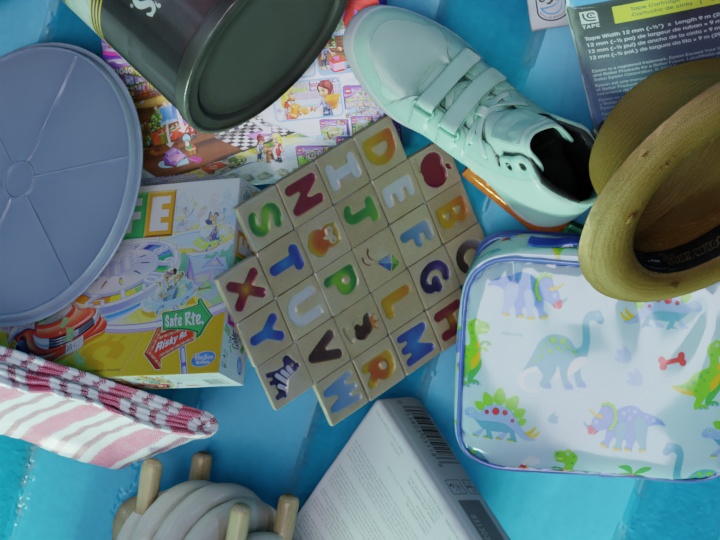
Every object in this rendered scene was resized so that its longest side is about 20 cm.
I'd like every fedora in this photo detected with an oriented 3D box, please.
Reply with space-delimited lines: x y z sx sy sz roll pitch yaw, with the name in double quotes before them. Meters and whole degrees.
"fedora" 0.206 -0.071 1.207 0.201 0.200 0.082 -45 53 14

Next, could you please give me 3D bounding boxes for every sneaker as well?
"sneaker" 0.082 -0.110 1.271 0.200 0.118 0.074 39 79 -8

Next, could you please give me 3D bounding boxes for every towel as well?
"towel" -0.215 0.099 1.343 0.199 0.146 0.030 20 66 -28

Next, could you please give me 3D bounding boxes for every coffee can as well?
"coffee can" -0.124 -0.207 1.253 0.200 0.146 0.147 42 106 19

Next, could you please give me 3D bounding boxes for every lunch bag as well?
"lunch bag" 0.164 0.054 1.321 0.198 0.083 0.162 3 106 7

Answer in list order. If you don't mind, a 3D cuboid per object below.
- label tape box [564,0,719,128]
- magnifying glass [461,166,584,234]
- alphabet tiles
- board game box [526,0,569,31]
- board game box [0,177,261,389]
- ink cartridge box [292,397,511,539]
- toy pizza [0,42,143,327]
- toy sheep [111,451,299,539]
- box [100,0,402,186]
"label tape box" 0.206 -0.160 1.238 0.142 0.067 0.201 -10 140 10
"magnifying glass" 0.154 -0.014 1.357 0.200 0.022 0.080 39 105 -2
"alphabet tiles" 0.000 0.000 1.317 0.199 0.006 0.168 -33 111 -25
"board game box" 0.171 -0.269 1.281 0.149 0.047 0.202 -8 102 9
"board game box" -0.164 0.013 1.335 0.198 0.034 0.136 -4 71 28
"ink cartridge box" 0.016 0.216 1.377 0.201 0.050 0.163 -58 48 30
"toy pizza" -0.226 -0.058 1.353 0.198 0.032 0.202 -8 73 28
"toy sheep" -0.104 0.210 1.382 0.199 0.137 0.139 22 109 42
"box" -0.075 -0.129 1.351 0.198 0.039 0.138 -4 103 9
